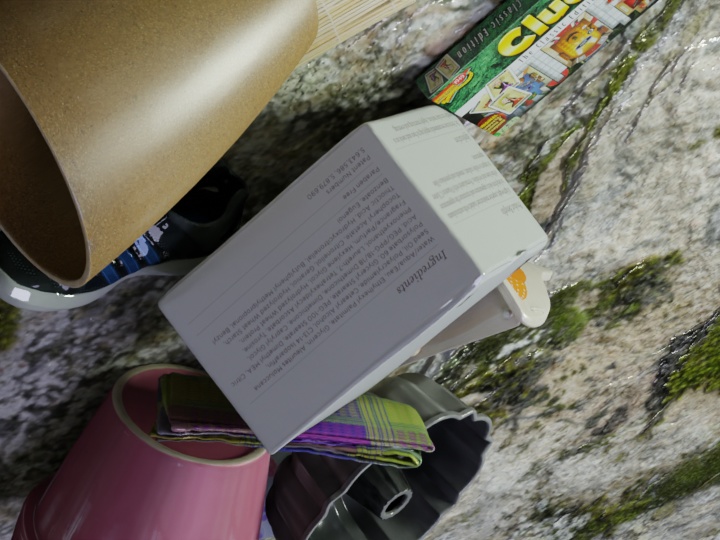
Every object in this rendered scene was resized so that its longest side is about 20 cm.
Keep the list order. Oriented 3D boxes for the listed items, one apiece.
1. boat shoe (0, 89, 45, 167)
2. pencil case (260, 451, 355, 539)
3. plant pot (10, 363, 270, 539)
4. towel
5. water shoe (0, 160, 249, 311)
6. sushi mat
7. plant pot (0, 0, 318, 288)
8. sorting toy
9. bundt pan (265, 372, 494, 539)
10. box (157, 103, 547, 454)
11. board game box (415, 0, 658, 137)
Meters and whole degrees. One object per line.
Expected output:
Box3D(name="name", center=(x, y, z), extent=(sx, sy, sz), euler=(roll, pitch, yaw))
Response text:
Box3D(name="boat shoe", center=(-0.226, -0.070, 1.358), extent=(0.200, 0.060, 0.072), euler=(-27, 108, -22))
Box3D(name="pencil case", center=(-0.041, 0.167, 1.869), extent=(0.199, 0.091, 0.084), euler=(-18, 115, -21))
Box3D(name="plant pot", center=(-0.154, 0.180, 1.697), extent=(0.199, 0.200, 0.180), euler=(-2, 126, -39))
Box3D(name="towel", center=(-0.053, 0.107, 1.598), extent=(0.198, 0.144, 0.023), euler=(6, 100, -7))
Box3D(name="water shoe", center=(-0.162, -0.033, 1.468), extent=(0.199, 0.072, 0.079), euler=(-16, 147, -42))
Box3D(name="sushi mat", center=(-0.057, -0.150, 1.426), extent=(0.199, 0.012, 0.096), euler=(-30, 150, 2))
Box3D(name="plant pot", center=(-0.129, -0.123, 1.266), extent=(0.199, 0.186, 0.187), euler=(-34, 154, -21))
Box3D(name="sorting toy", center=(0.062, 0.018, 1.716), extent=(0.199, 0.108, 0.180), euler=(-20, 172, 26))
Box3D(name="bundt pan", center=(0.007, 0.159, 1.759), extent=(0.201, 0.076, 0.203), euler=(-32, 152, -19))
Box3D(name="box", center=(0.000, 0.000, 1.520), extent=(0.200, 0.131, 0.199), euler=(-40, 175, 18))
Box3D(name="board game box", center=(0.140, -0.175, 1.553), extent=(0.200, 0.024, 0.105), euler=(-40, 147, 19))
